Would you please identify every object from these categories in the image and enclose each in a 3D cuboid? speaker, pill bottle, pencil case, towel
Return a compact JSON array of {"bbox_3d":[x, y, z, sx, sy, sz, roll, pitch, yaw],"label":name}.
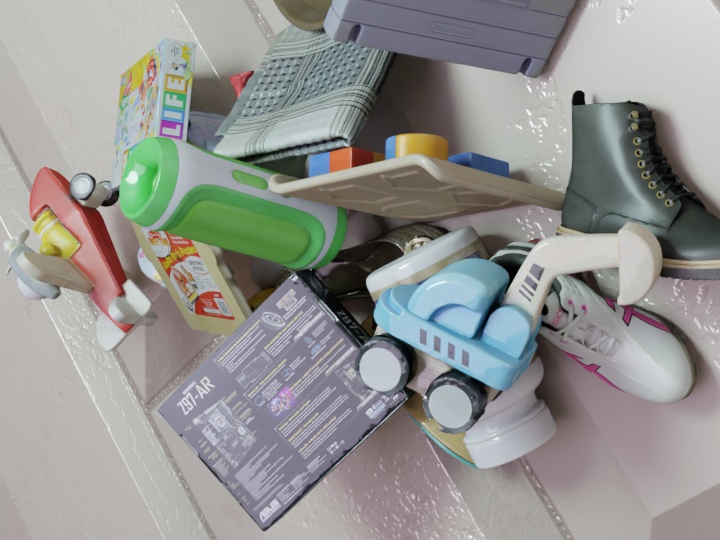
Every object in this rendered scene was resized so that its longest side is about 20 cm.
[{"bbox_3d":[-0.112,-0.058,1.126,0.088,0.200,0.089,-23,60,47],"label":"speaker"},{"bbox_3d":[0.096,0.071,1.120,0.111,0.111,0.200,-25,93,44],"label":"pill bottle"},{"bbox_3d":[-0.183,-0.075,1.366,0.200,0.083,0.091,-66,35,34],"label":"pencil case"},{"bbox_3d":[-0.047,-0.179,1.158,0.200,0.193,0.035,-7,139,44],"label":"towel"}]

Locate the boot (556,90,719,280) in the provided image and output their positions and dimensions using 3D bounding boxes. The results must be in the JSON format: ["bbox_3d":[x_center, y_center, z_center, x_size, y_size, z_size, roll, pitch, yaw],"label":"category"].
[{"bbox_3d":[0.239,-0.069,0.983,0.200,0.077,0.139,9,103,40],"label":"boot"}]

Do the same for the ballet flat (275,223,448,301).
[{"bbox_3d":[0.000,0.000,1.217,0.200,0.046,0.067,-11,99,29],"label":"ballet flat"}]

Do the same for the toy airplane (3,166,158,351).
[{"bbox_3d":[-0.320,0.003,1.416,0.141,0.199,0.200,-25,126,10],"label":"toy airplane"}]

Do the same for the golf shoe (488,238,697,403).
[{"bbox_3d":[0.187,0.048,1.047,0.200,0.092,0.073,38,118,27],"label":"golf shoe"}]

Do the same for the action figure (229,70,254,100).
[{"bbox_3d":[-0.067,-0.108,1.263,0.099,0.065,0.200,-8,94,43],"label":"action figure"}]

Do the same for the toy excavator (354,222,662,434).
[{"bbox_3d":[0.114,0.028,0.982,0.194,0.100,0.200,26,112,15],"label":"toy excavator"}]

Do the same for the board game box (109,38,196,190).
[{"bbox_3d":[-0.225,-0.161,1.340,0.200,0.034,0.135,172,103,-66],"label":"board game box"}]

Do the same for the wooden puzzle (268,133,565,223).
[{"bbox_3d":[0.050,-0.080,1.086,0.200,0.185,0.046,-2,82,45],"label":"wooden puzzle"}]

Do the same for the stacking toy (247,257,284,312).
[{"bbox_3d":[-0.089,0.070,1.310,0.146,0.146,0.200,-24,69,44],"label":"stacking toy"}]

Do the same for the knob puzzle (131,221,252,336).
[{"bbox_3d":[-0.178,-0.025,1.278,0.220,0.030,0.220,42,153,27],"label":"knob puzzle"}]

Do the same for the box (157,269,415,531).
[{"bbox_3d":[-0.071,0.123,1.189,0.200,0.044,0.160,-45,82,14],"label":"box"}]

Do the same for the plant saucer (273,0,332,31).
[{"bbox_3d":[-0.041,-0.327,1.172,0.200,0.029,0.200,20,114,55],"label":"plant saucer"}]

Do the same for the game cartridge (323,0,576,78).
[{"bbox_3d":[0.082,-0.230,1.002,0.130,0.200,0.038,-68,31,29],"label":"game cartridge"}]

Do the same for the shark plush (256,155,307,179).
[{"bbox_3d":[-0.096,-0.114,1.205,0.200,0.091,0.083,-52,34,36],"label":"shark plush"}]

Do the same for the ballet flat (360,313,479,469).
[{"bbox_3d":[0.062,0.111,1.205,0.200,0.069,0.063,37,111,29],"label":"ballet flat"}]
